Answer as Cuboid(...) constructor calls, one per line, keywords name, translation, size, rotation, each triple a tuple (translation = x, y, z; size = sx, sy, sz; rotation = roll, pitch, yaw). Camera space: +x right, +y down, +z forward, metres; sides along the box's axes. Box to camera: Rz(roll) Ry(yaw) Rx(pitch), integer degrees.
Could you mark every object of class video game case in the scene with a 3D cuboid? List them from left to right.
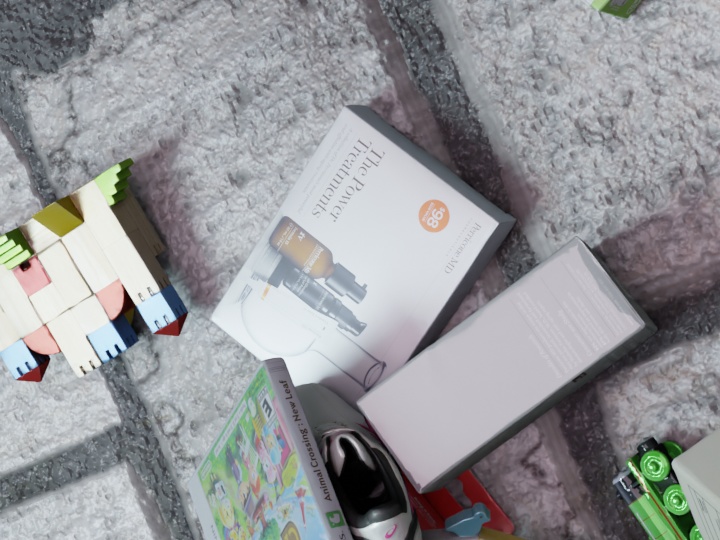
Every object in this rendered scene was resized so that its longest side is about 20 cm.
Cuboid(name="video game case", translation=(-0.062, 0.188, 1.424), size=(0.183, 0.022, 0.200), rotation=(68, 150, 24))

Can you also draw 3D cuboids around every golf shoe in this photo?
Cuboid(name="golf shoe", translation=(-0.006, 0.135, 1.412), size=(0.200, 0.072, 0.093), rotation=(-125, 23, -47))

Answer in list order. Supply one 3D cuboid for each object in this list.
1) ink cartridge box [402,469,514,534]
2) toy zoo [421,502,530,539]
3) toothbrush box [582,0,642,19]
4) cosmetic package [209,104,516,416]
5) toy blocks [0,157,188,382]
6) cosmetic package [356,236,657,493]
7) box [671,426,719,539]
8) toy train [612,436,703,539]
Cuboid(name="ink cartridge box", translation=(0.005, 0.219, 1.509), size=(0.200, 0.067, 0.116), rotation=(-44, 78, 18))
Cuboid(name="toy zoo", translation=(0.076, 0.260, 1.453), size=(0.130, 0.020, 0.201), rotation=(6, 114, -1))
Cuboid(name="toothbrush box", translation=(0.186, -0.299, 1.396), size=(0.146, 0.086, 0.200), rotation=(42, 108, 14))
Cuboid(name="cosmetic package", translation=(0.000, 0.000, 1.508), size=(0.150, 0.052, 0.201), rotation=(37, 106, 13))
Cuboid(name="toy blocks", translation=(-0.224, 0.019, 1.584), size=(0.199, 0.100, 0.137), rotation=(-30, 93, 20))
Cuboid(name="cosmetic package", translation=(0.104, 0.069, 1.422), size=(0.200, 0.107, 0.090), rotation=(-40, 79, 8))
Cuboid(name="box", translation=(0.312, 0.182, 1.290), size=(0.109, 0.200, 0.128), rotation=(-33, 124, -8))
Cuboid(name="toy train", translation=(0.249, 0.210, 1.428), size=(0.056, 0.042, 0.201), rotation=(-40, 79, 30))
